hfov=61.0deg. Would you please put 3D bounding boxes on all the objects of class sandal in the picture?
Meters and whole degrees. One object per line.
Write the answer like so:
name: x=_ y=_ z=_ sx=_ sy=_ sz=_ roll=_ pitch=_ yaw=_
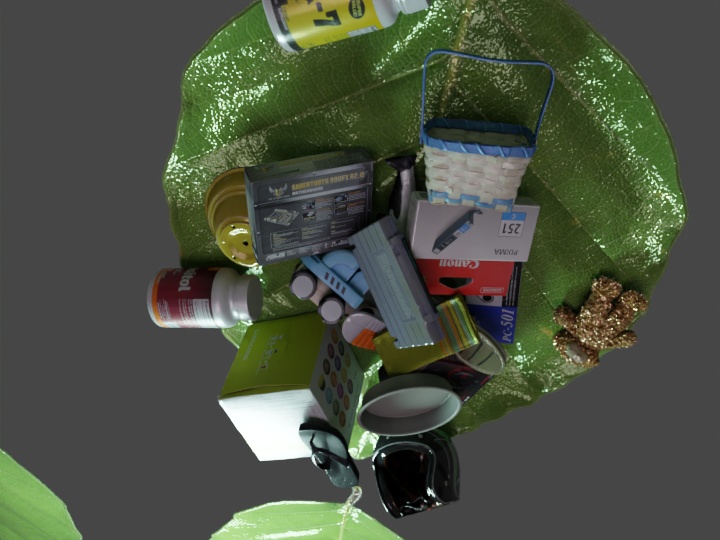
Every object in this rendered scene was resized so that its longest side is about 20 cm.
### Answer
sandal: x=0.039 y=0.111 z=1.154 sx=0.079 sy=0.060 sz=0.205 roll=-37 pitch=137 yaw=26
sandal: x=-0.053 y=0.351 z=1.137 sx=0.075 sy=0.043 sz=0.202 roll=-14 pitch=126 yaw=22

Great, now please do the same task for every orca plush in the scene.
orca plush: x=0.049 y=-0.085 z=0.988 sx=0.070 sy=0.105 sz=0.203 roll=9 pitch=125 yaw=28

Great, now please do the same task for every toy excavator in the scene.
toy excavator: x=0.000 y=0.000 z=1.057 sx=0.194 sy=0.100 sz=0.201 roll=39 pitch=99 yaw=-8

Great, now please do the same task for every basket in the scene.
basket: x=0.161 y=-0.193 z=0.846 sx=0.173 sy=0.140 sz=0.203 roll=9 pitch=121 yaw=3

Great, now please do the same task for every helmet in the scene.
helmet: x=0.121 y=0.418 z=1.321 sx=0.196 sy=0.194 sz=0.201 roll=-13 pitch=158 yaw=-5

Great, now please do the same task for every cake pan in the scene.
cake pan: x=0.088 y=0.249 z=1.132 sx=0.196 sy=0.037 sz=0.202 roll=-6 pitch=142 yaw=-4

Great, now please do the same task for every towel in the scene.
towel: x=0.108 y=0.118 z=1.047 sx=0.198 sy=0.018 sz=0.087 roll=-30 pitch=79 yaw=34

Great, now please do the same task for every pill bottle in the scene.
pill bottle: x=-0.016 y=-0.356 z=0.767 sx=0.196 sy=0.115 sz=0.116 roll=-8 pitch=127 yaw=18
pill bottle: x=-0.291 y=0.051 z=1.160 sx=0.196 sy=0.114 sz=0.114 roll=-1 pitch=129 yaw=12

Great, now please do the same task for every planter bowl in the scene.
planter bowl: x=-0.189 y=-0.068 z=1.059 sx=0.196 sy=0.084 sz=0.203 roll=6 pitch=130 yaw=7

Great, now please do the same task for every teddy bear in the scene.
teddy bear: x=0.415 y=0.098 z=1.076 sx=0.144 sy=0.067 sz=0.200 roll=35 pitch=127 yaw=-13

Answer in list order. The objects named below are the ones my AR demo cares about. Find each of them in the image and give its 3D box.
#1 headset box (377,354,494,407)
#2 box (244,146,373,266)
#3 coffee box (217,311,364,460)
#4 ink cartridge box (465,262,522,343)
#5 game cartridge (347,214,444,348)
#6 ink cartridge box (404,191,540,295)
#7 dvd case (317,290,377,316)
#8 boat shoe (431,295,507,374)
headset box: x=0.137 y=0.190 z=1.166 sx=0.197 sy=0.076 sz=0.149 roll=13 pitch=133 yaw=-26
box: x=-0.079 y=-0.101 z=0.973 sx=0.196 sy=0.049 sz=0.161 roll=-14 pitch=132 yaw=-17
coffee box: x=-0.128 y=0.229 z=1.212 sx=0.196 sy=0.201 sz=0.200 roll=-10 pitch=126 yaw=20
ink cartridge box: x=0.233 y=0.041 z=1.082 sx=0.092 sy=0.045 sz=0.203 roll=3 pitch=130 yaw=12
game cartridge: x=0.055 y=0.022 z=0.952 sx=0.129 sy=0.038 sz=0.203 roll=-21 pitch=94 yaw=60
ink cartridge box: x=0.165 y=-0.030 z=0.954 sx=0.196 sy=0.045 sz=0.179 roll=1 pitch=117 yaw=-11
dvd case: x=0.021 y=0.040 z=1.145 sx=0.196 sy=0.018 sz=0.145 roll=12 pitch=129 yaw=2
boat shoe: x=0.176 y=0.101 z=1.074 sx=0.199 sy=0.068 sz=0.075 roll=37 pitch=125 yaw=4
